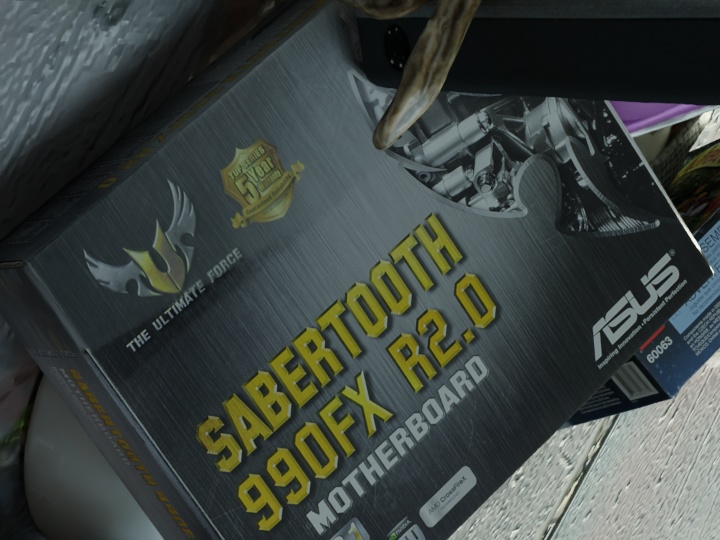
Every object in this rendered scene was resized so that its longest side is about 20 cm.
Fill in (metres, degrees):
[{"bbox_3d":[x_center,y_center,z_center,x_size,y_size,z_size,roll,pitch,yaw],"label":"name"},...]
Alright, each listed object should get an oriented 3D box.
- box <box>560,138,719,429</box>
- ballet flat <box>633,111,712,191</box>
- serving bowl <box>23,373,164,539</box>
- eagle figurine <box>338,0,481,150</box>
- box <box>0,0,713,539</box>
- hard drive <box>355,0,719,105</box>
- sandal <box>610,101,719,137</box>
[{"bbox_3d":[0.106,0.005,1.049,0.137,0.038,0.200,-44,-173,-23],"label":"box"},{"bbox_3d":[0.109,-0.081,1.033,0.200,0.072,0.072,-50,155,-25],"label":"ballet flat"},{"bbox_3d":[-0.024,0.035,0.950,0.200,0.066,0.201,-40,152,-27],"label":"serving bowl"},{"bbox_3d":[-0.001,-0.161,0.715,0.200,0.150,0.152,48,33,-35],"label":"eagle figurine"},{"bbox_3d":[0.000,0.000,0.860,0.200,0.048,0.159,-41,109,-25],"label":"box"},{"bbox_3d":[0.110,-0.077,0.782,0.139,0.200,0.033,-16,103,-31],"label":"hard drive"},{"bbox_3d":[0.162,-0.081,0.947,0.202,0.050,0.083,-23,149,-6],"label":"sandal"}]
